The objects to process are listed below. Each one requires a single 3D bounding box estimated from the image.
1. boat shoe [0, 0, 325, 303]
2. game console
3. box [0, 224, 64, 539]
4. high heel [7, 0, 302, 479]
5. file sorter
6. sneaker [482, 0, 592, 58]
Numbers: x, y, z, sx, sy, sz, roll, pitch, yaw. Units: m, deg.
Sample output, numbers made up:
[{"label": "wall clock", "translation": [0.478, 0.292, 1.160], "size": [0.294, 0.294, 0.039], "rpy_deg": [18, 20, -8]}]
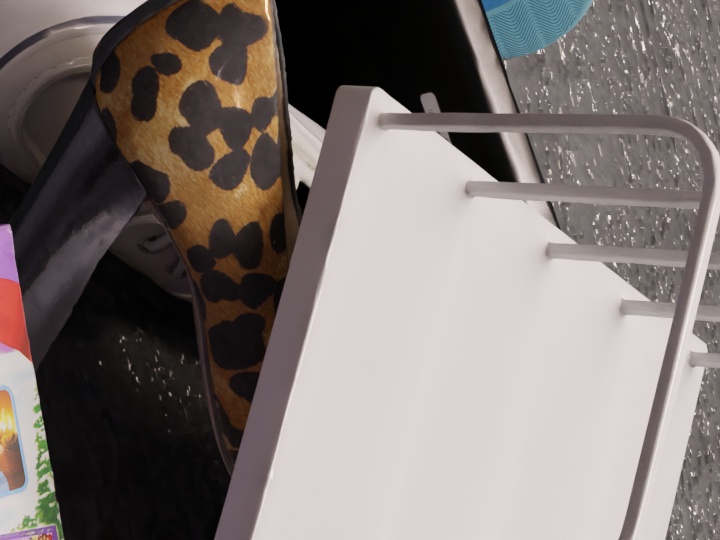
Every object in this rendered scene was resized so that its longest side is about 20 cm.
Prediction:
[{"label": "boat shoe", "translation": [-0.049, -0.024, 0.900], "size": [0.066, 0.072, 0.200], "rpy_deg": [57, 10, 32]}, {"label": "game console", "translation": [0.039, -0.048, 1.036], "size": [0.116, 0.176, 0.201], "rpy_deg": [-25, 98, -32]}, {"label": "box", "translation": [-0.147, 0.071, 0.679], "size": [0.200, 0.039, 0.138], "rpy_deg": [-13, 95, -52]}, {"label": "high heel", "translation": [0.000, 0.000, 0.847], "size": [0.199, 0.143, 0.072], "rpy_deg": [22, 28, -25]}, {"label": "file sorter", "translation": [0.078, 0.054, 0.829], "size": [0.200, 0.124, 0.140], "rpy_deg": [35, 66, -49]}, {"label": "sneaker", "translation": [0.037, -0.186, 1.137], "size": [0.201, 0.079, 0.131], "rpy_deg": [73, 0, -46]}]
